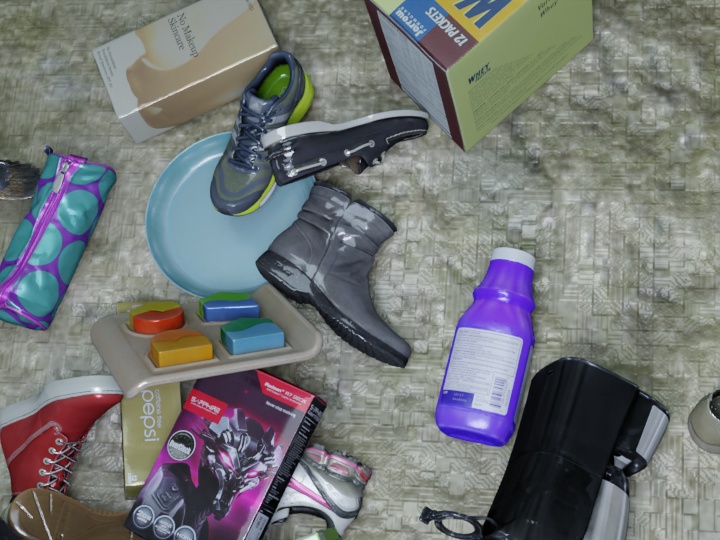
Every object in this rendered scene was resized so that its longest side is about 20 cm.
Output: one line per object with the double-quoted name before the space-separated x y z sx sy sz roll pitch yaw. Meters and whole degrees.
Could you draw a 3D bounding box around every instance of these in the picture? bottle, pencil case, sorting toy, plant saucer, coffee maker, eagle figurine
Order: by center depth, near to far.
"coffee maker" 0.187 0.188 1.386 0.134 0.192 0.201 -13 48 50
"sorting toy" -0.158 0.060 1.454 0.199 0.185 0.037 -13 112 -19
"bottle" 0.136 0.077 1.497 0.083 0.065 0.201 9 73 17
"pencil case" -0.346 -0.034 1.610 0.085 0.092 0.201 18 76 15
"plant saucer" -0.140 -0.058 1.615 0.199 0.027 0.201 -3 70 9
"eagle figurine" -0.467 -0.072 1.626 0.200 0.151 0.152 -47 40 6

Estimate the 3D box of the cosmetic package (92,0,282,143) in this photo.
"cosmetic package" -0.192 -0.238 1.662 0.199 0.071 0.105 -26 68 1

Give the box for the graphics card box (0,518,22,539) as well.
"graphics card box" -0.341 0.311 1.425 0.125 0.200 0.051 38 63 21

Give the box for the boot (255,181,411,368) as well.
"boot" 0.000 0.000 1.537 0.200 0.070 0.132 38 77 5

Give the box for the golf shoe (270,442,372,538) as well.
"golf shoe" -0.094 0.209 1.490 0.199 0.073 0.092 17 77 15

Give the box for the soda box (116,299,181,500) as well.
"soda box" -0.222 0.135 1.534 0.064 0.068 0.201 -2 69 -10

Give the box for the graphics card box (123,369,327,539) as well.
"graphics card box" -0.133 0.192 1.438 0.125 0.051 0.201 23 80 20

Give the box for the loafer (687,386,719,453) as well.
"loafer" 0.419 0.123 1.427 0.199 0.068 0.076 -24 69 1

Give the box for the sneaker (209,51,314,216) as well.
"sneaker" -0.115 -0.153 1.585 0.074 0.081 0.201 15 71 15

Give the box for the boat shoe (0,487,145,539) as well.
"boat shoe" -0.268 0.277 1.478 0.200 0.063 0.073 31 60 -17

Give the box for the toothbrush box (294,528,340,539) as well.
"toothbrush box" -0.032 0.352 1.372 0.086 0.146 0.201 -24 81 2

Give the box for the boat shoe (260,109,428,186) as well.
"boat shoe" -0.010 -0.132 1.568 0.199 0.074 0.061 -11 83 -31

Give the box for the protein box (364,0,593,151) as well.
"protein box" 0.130 -0.271 1.545 0.198 0.200 0.135 -42 69 -5

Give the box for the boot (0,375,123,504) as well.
"boot" -0.302 0.192 1.499 0.200 0.072 0.145 -28 64 42
